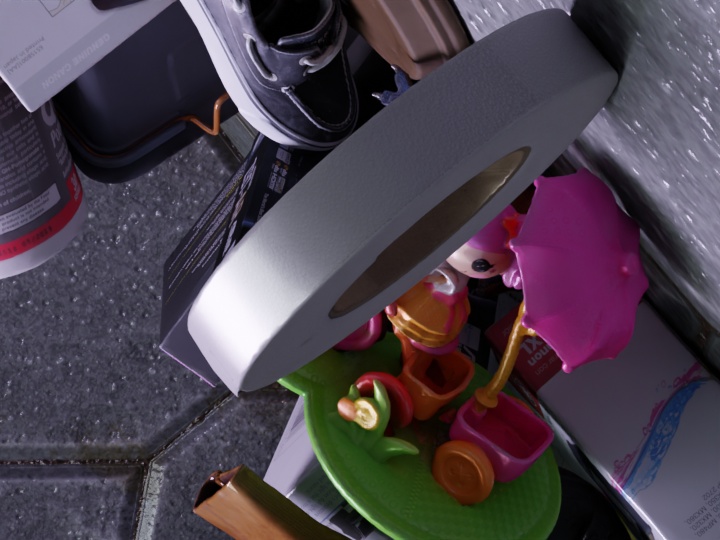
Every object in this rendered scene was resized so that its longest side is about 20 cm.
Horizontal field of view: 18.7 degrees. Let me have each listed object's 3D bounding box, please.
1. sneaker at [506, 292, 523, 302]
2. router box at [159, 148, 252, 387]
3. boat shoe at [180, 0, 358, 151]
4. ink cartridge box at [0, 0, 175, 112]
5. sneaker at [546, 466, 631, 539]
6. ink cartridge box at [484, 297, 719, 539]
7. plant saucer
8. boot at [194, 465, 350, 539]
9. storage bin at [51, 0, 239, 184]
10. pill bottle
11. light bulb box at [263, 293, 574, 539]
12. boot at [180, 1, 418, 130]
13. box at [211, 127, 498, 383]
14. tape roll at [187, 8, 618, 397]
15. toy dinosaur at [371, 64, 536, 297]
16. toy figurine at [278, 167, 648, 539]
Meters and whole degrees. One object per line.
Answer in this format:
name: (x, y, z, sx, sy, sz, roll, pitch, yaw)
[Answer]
sneaker: (0.099, 0.040, 1.457, 0.200, 0.088, 0.076, 51, 176, -4)
router box: (-0.055, -0.039, 1.426, 0.051, 0.200, 0.149, 35, -165, -15)
boat shoe: (-0.041, -0.135, 1.197, 0.068, 0.072, 0.200, 15, 149, 39)
ink cartridge box: (-0.166, -0.219, 1.250, 0.174, 0.200, 0.044, 54, 177, -33)
sneaker: (0.153, 0.188, 1.187, 0.200, 0.060, 0.104, 49, 175, -32)
ink cartridge box: (0.170, 0.102, 1.221, 0.200, 0.083, 0.146, 50, 176, 24)
plant saucer: (-0.012, -0.175, 1.157, 0.200, 0.029, 0.200, 50, 177, 4)
boot: (0.012, 0.166, 1.193, 0.200, 0.069, 0.188, 42, 167, -10)
storage bin: (-0.121, -0.168, 1.376, 0.146, 0.200, 0.135, 49, 167, 30)
pill bottle: (-0.247, -0.103, 1.347, 0.111, 0.110, 0.201, 46, 156, 54)
light bulb box: (0.061, 0.125, 1.355, 0.200, 0.125, 0.199, 35, -136, -10)
boot: (-0.045, -0.152, 1.291, 0.200, 0.074, 0.076, 36, -164, -33)
box: (0.000, 0.000, 1.255, 0.160, 0.044, 0.200, 27, -144, -10)
tape roll: (0.017, -0.027, 0.889, 0.037, 0.203, 0.203, 51, 176, 8)
toy dinosaur: (0.067, -0.032, 1.180, 0.181, 0.106, 0.200, 22, 176, -39)
toy figurine: (0.057, 0.015, 1.088, 0.200, 0.184, 0.150, 41, -142, 11)
